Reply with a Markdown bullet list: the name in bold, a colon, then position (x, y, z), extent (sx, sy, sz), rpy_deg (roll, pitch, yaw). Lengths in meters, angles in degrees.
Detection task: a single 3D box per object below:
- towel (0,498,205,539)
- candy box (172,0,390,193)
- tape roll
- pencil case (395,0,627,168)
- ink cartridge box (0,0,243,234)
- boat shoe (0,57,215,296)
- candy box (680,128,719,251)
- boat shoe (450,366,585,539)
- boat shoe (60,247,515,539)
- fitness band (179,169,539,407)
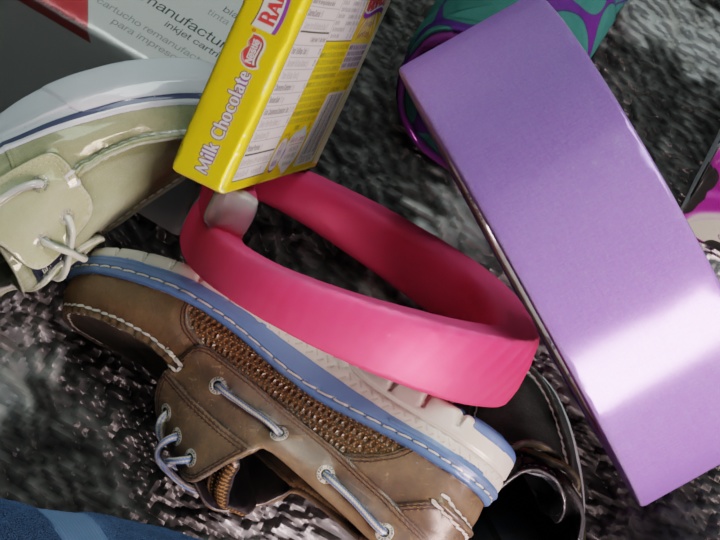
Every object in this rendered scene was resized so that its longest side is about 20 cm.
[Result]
- **towel**: position (-0.103, 0.124, 0.790), extent (0.200, 0.049, 0.112), rpy_deg (15, 39, -44)
- **candy box**: position (-0.023, -0.085, 0.922), extent (0.026, 0.102, 0.200), rpy_deg (23, 8, 6)
- **tape roll**: position (0.090, -0.008, 0.942), extent (0.066, 0.200, 0.200), rpy_deg (-29, 59, 3)
- **pencil case**: position (0.088, -0.127, 1.129), extent (0.093, 0.085, 0.200), rpy_deg (62, 39, -26)
- **ink cartridge box**: position (-0.084, -0.131, 1.055), extent (0.144, 0.084, 0.200), rpy_deg (30, 44, 5)
- **boat shoe**: position (-0.135, -0.019, 0.915), extent (0.200, 0.072, 0.062), rpy_deg (-24, 62, -7)
- **candy box**: position (0.250, -0.064, 1.161), extent (0.136, 0.061, 0.200), rpy_deg (30, 45, 4)
- **boat shoe**: position (0.059, 0.102, 0.919), extent (0.070, 0.066, 0.200), rpy_deg (20, 45, -7)
- **boat shoe**: position (-0.043, 0.055, 0.905), extent (0.200, 0.072, 0.072), rpy_deg (24, 74, 26)
- **fitness band**: position (0.000, 0.000, 0.938), extent (0.143, 0.037, 0.200), rpy_deg (24, 10, -8)
